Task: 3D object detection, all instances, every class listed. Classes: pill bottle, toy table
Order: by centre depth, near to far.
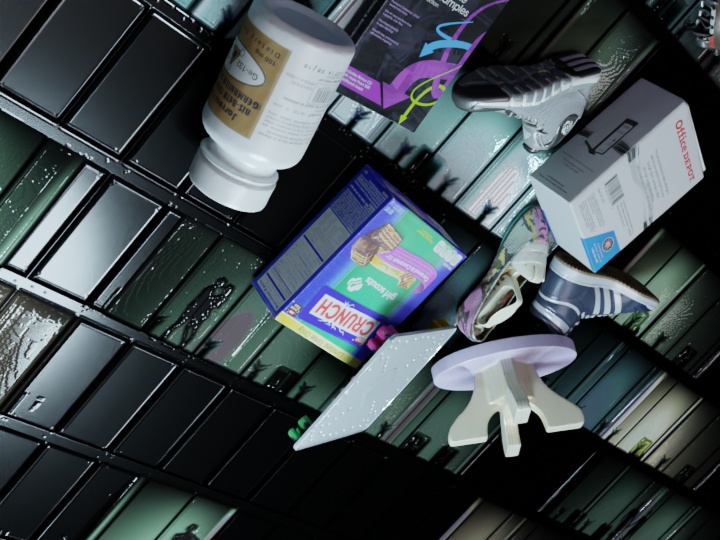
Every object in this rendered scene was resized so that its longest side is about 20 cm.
[{"bbox_3d":[-0.097,-0.167,1.265,0.114,0.114,0.201,10,119,-37],"label":"pill bottle"},{"bbox_3d":[0.204,0.168,1.683,0.199,0.118,0.184,-14,153,7],"label":"toy table"}]

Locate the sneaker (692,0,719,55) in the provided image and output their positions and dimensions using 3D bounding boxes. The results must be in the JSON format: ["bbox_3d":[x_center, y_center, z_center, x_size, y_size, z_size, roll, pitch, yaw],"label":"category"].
[{"bbox_3d":[0.443,-0.306,1.519,0.082,0.077,0.200,-27,128,19],"label":"sneaker"}]

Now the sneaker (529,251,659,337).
[{"bbox_3d":[0.321,0.048,1.732,0.199,0.070,0.109,17,110,-32],"label":"sneaker"}]

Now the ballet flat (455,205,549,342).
[{"bbox_3d":[0.198,0.012,1.626,0.069,0.071,0.201,18,114,-39],"label":"ballet flat"}]

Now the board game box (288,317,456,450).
[{"bbox_3d":[0.016,0.140,1.582,0.200,0.026,0.200,-49,161,19],"label":"board game box"}]

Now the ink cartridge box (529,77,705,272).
[{"bbox_3d":[0.328,-0.121,1.574,0.200,0.084,0.146,-40,137,-9],"label":"ink cartridge box"}]

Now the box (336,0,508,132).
[{"bbox_3d":[0.062,-0.260,1.345,0.143,0.036,0.201,21,111,-41],"label":"box"}]

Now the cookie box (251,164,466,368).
[{"bbox_3d":[0.000,0.000,1.490,0.200,0.075,0.171,-45,137,9],"label":"cookie box"}]

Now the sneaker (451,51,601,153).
[{"bbox_3d":[0.192,-0.182,1.464,0.199,0.075,0.116,-13,133,-24],"label":"sneaker"}]
